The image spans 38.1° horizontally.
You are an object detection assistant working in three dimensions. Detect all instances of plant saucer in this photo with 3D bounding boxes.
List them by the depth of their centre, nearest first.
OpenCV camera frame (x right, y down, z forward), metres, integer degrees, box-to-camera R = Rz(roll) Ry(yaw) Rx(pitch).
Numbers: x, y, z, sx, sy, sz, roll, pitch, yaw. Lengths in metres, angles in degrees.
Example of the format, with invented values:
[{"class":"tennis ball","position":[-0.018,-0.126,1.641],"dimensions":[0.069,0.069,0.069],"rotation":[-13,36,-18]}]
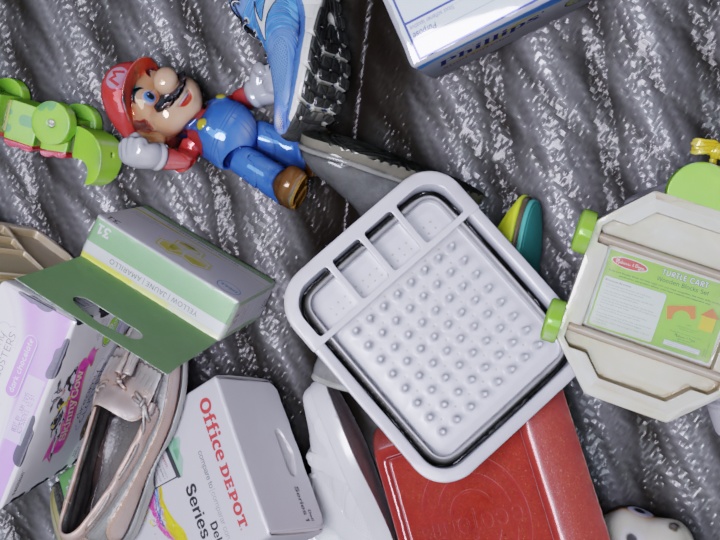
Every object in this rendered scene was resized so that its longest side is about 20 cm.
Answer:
[{"class":"plant saucer","position":[0.100,0.204,0.853],"dimensions":[0.199,0.037,0.202],"rotation":[-25,76,37]}]

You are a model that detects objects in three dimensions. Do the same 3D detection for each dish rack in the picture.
[{"class":"dish rack","position":[0.058,0.043,0.811],"dimensions":[0.171,0.044,0.200],"rotation":[-40,82,-8]}]

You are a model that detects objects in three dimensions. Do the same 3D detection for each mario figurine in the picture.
[{"class":"mario figurine","position":[-0.129,-0.130,0.885],"dimensions":[0.199,0.124,0.107],"rotation":[22,112,4]}]

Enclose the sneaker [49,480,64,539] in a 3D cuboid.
[{"class":"sneaker","position":[-0.263,0.298,0.982],"dimensions":[0.088,0.077,0.201],"rotation":[-21,89,21]}]

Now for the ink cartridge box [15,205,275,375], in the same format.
[{"class":"ink cartridge box","position":[-0.169,0.008,0.863],"dimensions":[0.145,0.200,0.048],"rotation":[31,103,7]}]

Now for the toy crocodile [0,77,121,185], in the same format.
[{"class":"toy crocodile","position":[-0.304,-0.135,0.944],"dimensions":[0.199,0.067,0.062],"rotation":[21,100,9]}]

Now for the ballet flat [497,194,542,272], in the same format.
[{"class":"ballet flat","position":[0.115,0.037,0.881],"dimensions":[0.067,0.067,0.202],"rotation":[3,98,28]}]

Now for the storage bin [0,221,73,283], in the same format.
[{"class":"storage bin","position":[-0.362,0.061,0.915],"dimensions":[0.093,0.198,0.201],"rotation":[36,102,24]}]

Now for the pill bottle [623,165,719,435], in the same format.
[{"class":"pill bottle","position":[0.288,0.023,0.817],"dimensions":[0.111,0.112,0.202],"rotation":[-17,92,13]}]

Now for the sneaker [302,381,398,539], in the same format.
[{"class":"sneaker","position":[-0.039,0.203,0.922],"dimensions":[0.115,0.074,0.201],"rotation":[-20,93,10]}]

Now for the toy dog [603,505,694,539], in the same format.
[{"class":"toy dog","position":[0.252,0.288,0.855],"dimensions":[0.193,0.139,0.201],"rotation":[-24,93,49]}]

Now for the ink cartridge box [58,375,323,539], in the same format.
[{"class":"ink cartridge box","position":[-0.150,0.200,0.903],"dimensions":[0.199,0.084,0.146],"rotation":[-33,66,22]}]

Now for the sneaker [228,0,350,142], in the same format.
[{"class":"sneaker","position":[-0.061,-0.204,0.882],"dimensions":[0.088,0.078,0.202],"rotation":[-5,76,24]}]

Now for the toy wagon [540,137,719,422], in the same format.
[{"class":"toy wagon","position":[0.225,0.005,0.750],"dimensions":[0.154,0.040,0.202],"rotation":[19,98,8]}]

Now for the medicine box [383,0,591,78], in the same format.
[{"class":"medicine box","position":[0.089,-0.285,0.830],"dimensions":[0.181,0.103,0.201],"rotation":[-24,91,13]}]

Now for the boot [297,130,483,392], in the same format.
[{"class":"boot","position":[-0.001,0.000,0.880],"dimensions":[0.181,0.073,0.201],"rotation":[21,105,-15]}]

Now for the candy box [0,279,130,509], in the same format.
[{"class":"candy box","position":[-0.255,0.087,0.889],"dimensions":[0.071,0.200,0.169],"rotation":[26,101,8]}]

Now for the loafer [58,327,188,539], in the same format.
[{"class":"loafer","position":[-0.196,0.130,0.857],"dimensions":[0.071,0.063,0.202],"rotation":[10,84,33]}]
